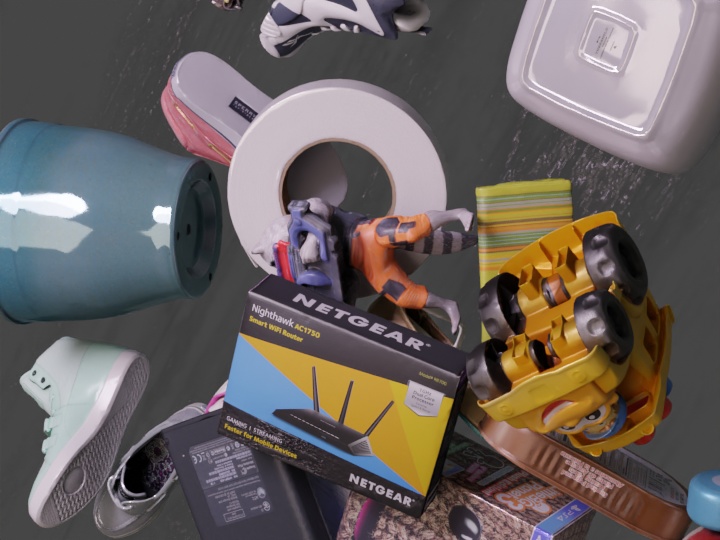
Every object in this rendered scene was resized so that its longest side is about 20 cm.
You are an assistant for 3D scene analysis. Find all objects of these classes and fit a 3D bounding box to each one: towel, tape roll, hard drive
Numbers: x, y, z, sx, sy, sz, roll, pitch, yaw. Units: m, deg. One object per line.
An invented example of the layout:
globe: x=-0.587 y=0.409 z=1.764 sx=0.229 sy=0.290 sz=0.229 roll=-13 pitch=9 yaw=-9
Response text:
towel: x=0.144 y=0.021 z=1.673 sx=0.086 sy=0.018 sz=0.201 roll=-4 pitch=101 yaw=-12
tape roll: x=-0.020 y=-0.072 z=1.724 sx=0.202 sy=0.037 sz=0.204 roll=2 pitch=110 yaw=6
hard drive: x=-0.099 y=0.223 z=1.773 sx=0.139 sy=0.033 sz=0.201 roll=-21 pitch=89 yaw=39

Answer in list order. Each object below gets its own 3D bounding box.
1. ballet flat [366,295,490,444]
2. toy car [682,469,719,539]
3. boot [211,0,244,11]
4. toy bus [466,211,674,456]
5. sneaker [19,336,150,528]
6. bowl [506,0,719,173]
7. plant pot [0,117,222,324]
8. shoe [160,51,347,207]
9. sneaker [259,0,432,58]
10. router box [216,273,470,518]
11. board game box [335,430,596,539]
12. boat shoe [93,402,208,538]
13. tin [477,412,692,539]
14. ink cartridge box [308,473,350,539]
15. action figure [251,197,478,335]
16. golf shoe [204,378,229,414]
ballet flat: x=0.086 y=0.085 z=1.724 sx=0.200 sy=0.069 sz=0.063 roll=40 pitch=108 yaw=17
toy car: x=0.334 y=0.282 z=1.512 sx=0.176 sy=0.200 sz=0.185 roll=3 pitch=107 yaw=4
boot: x=-0.094 y=-0.317 z=1.757 sx=0.200 sy=0.069 sz=0.175 roll=35 pitch=122 yaw=25
toy bus: x=0.195 y=0.083 z=1.583 sx=0.135 sy=0.200 sz=0.192 roll=-26 pitch=117 yaw=28
sneaker: x=-0.305 y=0.160 z=1.930 sx=0.118 sy=0.074 sz=0.201 roll=15 pitch=65 yaw=29
bowl: x=0.218 y=-0.193 z=1.580 sx=0.199 sy=0.075 sz=0.201 roll=29 pitch=112 yaw=23
plant pot: x=-0.239 y=-0.045 z=1.829 sx=0.187 sy=0.200 sz=0.201 roll=2 pitch=102 yaw=16
shoe: x=-0.102 y=-0.121 z=1.797 sx=0.200 sy=0.072 sz=0.091 roll=40 pitch=160 yaw=-6
sneaker: x=-0.004 y=-0.230 z=1.701 sx=0.129 sy=0.080 sz=0.199 roll=35 pitch=135 yaw=-1
router box: x=-0.015 y=0.108 z=1.651 sx=0.199 sy=0.051 sz=0.150 roll=21 pitch=117 yaw=14
board game box: x=0.089 y=0.250 z=1.737 sx=0.200 sy=0.097 sz=0.160 roll=25 pitch=112 yaw=25
boat shoe: x=-0.221 y=0.207 z=1.931 sx=0.070 sy=0.071 sz=0.201 roll=51 pitch=121 yaw=12
tin: x=0.196 y=0.166 z=1.632 sx=0.200 sy=0.112 sz=0.042 roll=29 pitch=98 yaw=5
ink cartridge box: x=-0.060 y=0.248 z=1.856 sx=0.109 sy=0.050 sz=0.200 roll=37 pitch=118 yaw=19
action figure: x=0.000 y=0.000 z=1.696 sx=0.193 sy=0.105 sz=0.200 roll=12 pitch=135 yaw=10
golf shoe: x=-0.091 y=0.114 z=1.822 sx=0.075 sy=0.091 sz=0.200 roll=43 pitch=117 yaw=19
